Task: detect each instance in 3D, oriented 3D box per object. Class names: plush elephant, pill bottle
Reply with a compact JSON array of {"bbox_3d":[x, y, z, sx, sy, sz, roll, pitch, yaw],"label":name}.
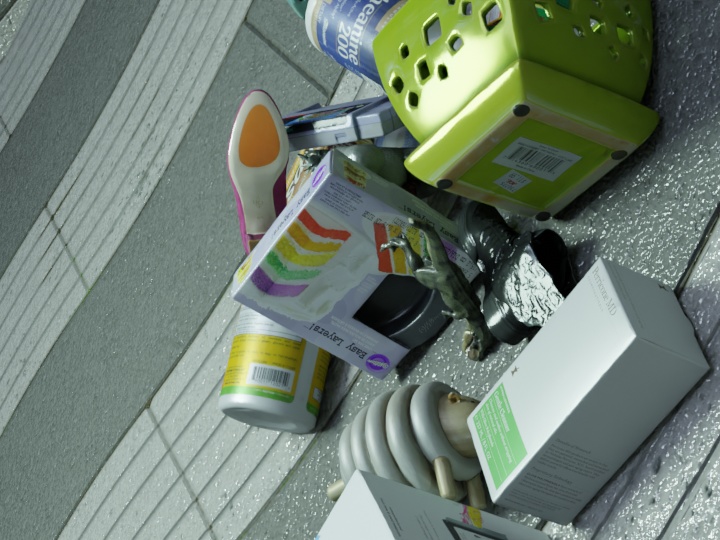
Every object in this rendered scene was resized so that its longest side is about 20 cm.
[{"bbox_3d":[0.005,-0.051,1.737,0.200,0.164,0.156,2,93,48],"label":"plush elephant"},{"bbox_3d":[-0.084,0.071,1.853,0.111,0.111,0.201,-15,58,57],"label":"pill bottle"},{"bbox_3d":[0.043,-0.238,1.723,0.200,0.111,0.111,37,105,38],"label":"pill bottle"}]

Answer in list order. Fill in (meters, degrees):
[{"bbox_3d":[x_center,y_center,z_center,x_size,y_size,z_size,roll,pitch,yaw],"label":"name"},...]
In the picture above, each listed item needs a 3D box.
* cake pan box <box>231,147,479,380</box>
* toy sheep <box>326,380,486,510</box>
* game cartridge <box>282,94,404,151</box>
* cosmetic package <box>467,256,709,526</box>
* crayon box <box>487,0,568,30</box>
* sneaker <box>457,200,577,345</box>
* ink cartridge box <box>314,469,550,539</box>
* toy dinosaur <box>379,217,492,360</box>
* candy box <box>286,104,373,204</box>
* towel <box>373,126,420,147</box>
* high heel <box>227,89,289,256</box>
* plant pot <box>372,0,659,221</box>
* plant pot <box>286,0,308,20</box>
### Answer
[{"bbox_3d":[0.000,0.000,1.661,0.184,0.200,0.052,-47,23,29],"label":"cake pan box"},{"bbox_3d":[0.045,0.175,1.535,0.199,0.138,0.138,-27,45,27],"label":"toy sheep"},{"bbox_3d":[-0.026,-0.162,1.799,0.199,0.129,0.039,-6,101,36],"label":"game cartridge"},{"bbox_3d":[0.186,0.103,1.379,0.200,0.085,0.108,-55,29,26],"label":"cosmetic package"},{"bbox_3d":[0.183,-0.336,1.715,0.119,0.058,0.201,-22,53,54],"label":"crayon box"},{"bbox_3d":[0.154,-0.010,1.545,0.104,0.060,0.200,-48,40,37],"label":"sneaker"},{"bbox_3d":[0.065,0.283,1.345,0.147,0.199,0.146,-60,27,15],"label":"ink cartridge box"},{"bbox_3d":[0.070,0.000,1.566,0.047,0.200,0.088,-42,41,-12],"label":"toy dinosaur"},{"bbox_3d":[-0.059,-0.086,1.958,0.201,0.055,0.115,-61,16,13],"label":"candy box"},{"bbox_3d":[0.080,-0.185,1.833,0.200,0.024,0.148,-6,67,59],"label":"towel"},{"bbox_3d":[-0.105,-0.102,1.784,0.096,0.067,0.201,-100,2,-72],"label":"high heel"},{"bbox_3d":[0.148,-0.168,1.523,0.199,0.199,0.182,-40,45,42],"label":"plant pot"},{"bbox_3d":[-0.049,-0.410,2.058,0.201,0.200,0.196,-54,39,25],"label":"plant pot"}]
